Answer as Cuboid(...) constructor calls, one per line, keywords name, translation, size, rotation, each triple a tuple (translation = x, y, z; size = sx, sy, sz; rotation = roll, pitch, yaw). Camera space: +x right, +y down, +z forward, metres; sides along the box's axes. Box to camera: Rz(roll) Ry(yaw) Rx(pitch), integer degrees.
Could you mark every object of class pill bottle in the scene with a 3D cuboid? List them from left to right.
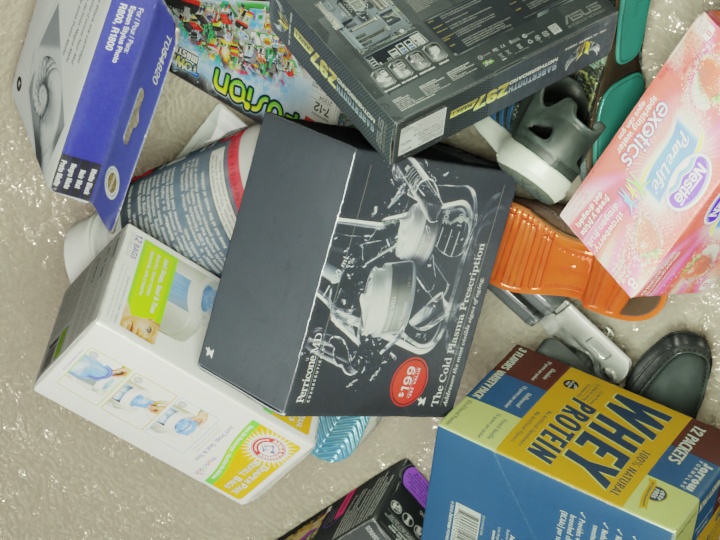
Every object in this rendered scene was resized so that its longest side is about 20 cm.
Cuboid(name="pill bottle", translation=(-0.135, -0.032, 1.550), size=(0.199, 0.120, 0.120), rotation=(-21, 107, 24))

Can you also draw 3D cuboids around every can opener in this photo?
Cuboid(name="can opener", translation=(0.138, 0.028, 1.550), size=(0.200, 0.066, 0.053), rotation=(46, 146, -2))

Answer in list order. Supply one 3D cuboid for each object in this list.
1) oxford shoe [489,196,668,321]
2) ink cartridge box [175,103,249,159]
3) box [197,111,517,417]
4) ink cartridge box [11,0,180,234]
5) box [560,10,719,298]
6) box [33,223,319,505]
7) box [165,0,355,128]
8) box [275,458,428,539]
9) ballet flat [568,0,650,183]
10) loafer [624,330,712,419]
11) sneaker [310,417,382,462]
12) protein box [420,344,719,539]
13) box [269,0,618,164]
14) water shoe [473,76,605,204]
Cuboid(name="oxford shoe", translation=(0.149, -0.022, 1.515), size=(0.199, 0.073, 0.072), rotation=(23, 123, 3))
Cuboid(name="ink cartridge box", translation=(-0.115, -0.021, 1.641), size=(0.160, 0.047, 0.200), rotation=(39, 105, -2))
Cuboid(name="box", translation=(0.000, 0.000, 1.421), size=(0.104, 0.182, 0.201), rotation=(25, 105, 43))
Cuboid(name="ink cartridge box", translation=(-0.215, -0.165, 1.518), size=(0.040, 0.200, 0.200), rotation=(3, 127, -30))
Cuboid(name="box", translation=(0.252, -0.084, 1.409), size=(0.095, 0.102, 0.200), rotation=(52, 125, 30))
Cuboid(name="box", translation=(-0.134, 0.075, 1.490), size=(0.200, 0.113, 0.101), rotation=(32, 130, -19))
Cuboid(name="box", translation=(-0.077, -0.176, 1.495), size=(0.200, 0.035, 0.110), rotation=(31, 121, 31))
Cuboid(name="box", translation=(-0.006, 0.278, 1.706), size=(0.200, 0.106, 0.122), rotation=(-36, 99, 31))
Cuboid(name="ballet flat", translation=(0.179, -0.157, 1.451), size=(0.074, 0.074, 0.201), rotation=(13, 118, 13))
Cuboid(name="loafer", translation=(0.237, 0.139, 1.562), size=(0.068, 0.071, 0.201), rotation=(12, 123, -12))
Cuboid(name="sneaker", translation=(0.015, 0.064, 1.612), size=(0.076, 0.081, 0.200), rotation=(35, 103, 2))
Cuboid(name="protein box", translation=(0.166, 0.202, 1.506), size=(0.199, 0.135, 0.199), rotation=(23, 127, 23))
Cuboid(name="box", translation=(0.058, -0.179, 1.369), size=(0.158, 0.199, 0.051), rotation=(50, 155, 27))
Cuboid(name="water shoe", translation=(0.138, -0.107, 1.421), size=(0.071, 0.200, 0.079), rotation=(37, 101, -17))
